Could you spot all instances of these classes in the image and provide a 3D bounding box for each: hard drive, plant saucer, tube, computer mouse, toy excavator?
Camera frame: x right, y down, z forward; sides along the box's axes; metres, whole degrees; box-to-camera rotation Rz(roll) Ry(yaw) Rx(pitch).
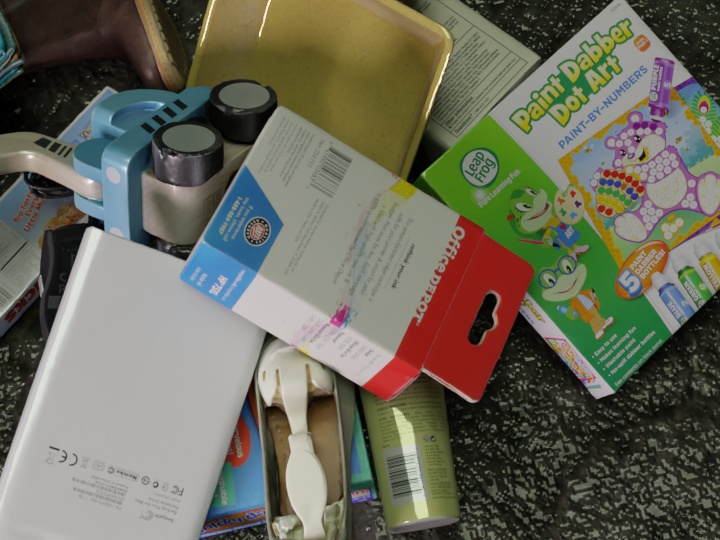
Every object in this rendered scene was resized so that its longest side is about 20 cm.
[{"bbox_3d":[-0.145,0.089,0.958,0.131,0.026,0.202,20,81,-16],"label":"hard drive"},{"bbox_3d":[-0.030,-0.123,1.071,0.199,0.201,0.048,33,30,24],"label":"plant saucer"},{"bbox_3d":[0.027,0.072,1.008,0.052,0.058,0.202,-21,71,36],"label":"tube"},{"bbox_3d":[-0.161,0.002,1.054,0.139,0.046,0.201,-1,47,-18],"label":"computer mouse"},{"bbox_3d":[-0.180,-0.072,1.033,0.199,0.101,0.194,21,40,24],"label":"toy excavator"}]

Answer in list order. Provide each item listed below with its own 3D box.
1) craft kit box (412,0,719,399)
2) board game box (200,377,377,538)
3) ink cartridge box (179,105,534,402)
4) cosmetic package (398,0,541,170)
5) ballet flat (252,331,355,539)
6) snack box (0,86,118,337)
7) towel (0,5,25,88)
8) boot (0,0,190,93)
[{"bbox_3d":[0.172,-0.052,1.036,0.200,0.049,0.198,-42,86,-13],"label":"craft kit box"},{"bbox_3d":[-0.100,0.101,1.029,0.198,0.045,0.153,-13,64,-1],"label":"board game box"},{"bbox_3d":[0.000,0.000,0.963,0.199,0.067,0.117,32,61,-7],"label":"ink cartridge box"},{"bbox_3d":[0.029,-0.161,1.122,0.200,0.071,0.105,40,76,21],"label":"cosmetic package"},{"bbox_3d":[-0.035,0.099,0.963,0.067,0.064,0.202,-9,64,2],"label":"ballet flat"},{"bbox_3d":[-0.229,-0.047,1.125,0.072,0.024,0.200,34,73,22],"label":"snack box"},{"bbox_3d":[-0.332,-0.162,1.135,0.146,0.022,0.200,-36,41,3],"label":"towel"},{"bbox_3d":[-0.230,-0.173,1.162,0.166,0.072,0.201,-31,56,2],"label":"boot"}]
